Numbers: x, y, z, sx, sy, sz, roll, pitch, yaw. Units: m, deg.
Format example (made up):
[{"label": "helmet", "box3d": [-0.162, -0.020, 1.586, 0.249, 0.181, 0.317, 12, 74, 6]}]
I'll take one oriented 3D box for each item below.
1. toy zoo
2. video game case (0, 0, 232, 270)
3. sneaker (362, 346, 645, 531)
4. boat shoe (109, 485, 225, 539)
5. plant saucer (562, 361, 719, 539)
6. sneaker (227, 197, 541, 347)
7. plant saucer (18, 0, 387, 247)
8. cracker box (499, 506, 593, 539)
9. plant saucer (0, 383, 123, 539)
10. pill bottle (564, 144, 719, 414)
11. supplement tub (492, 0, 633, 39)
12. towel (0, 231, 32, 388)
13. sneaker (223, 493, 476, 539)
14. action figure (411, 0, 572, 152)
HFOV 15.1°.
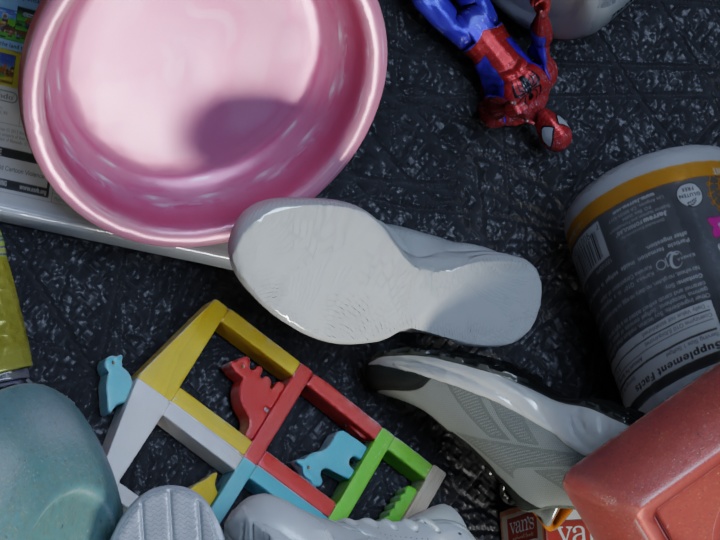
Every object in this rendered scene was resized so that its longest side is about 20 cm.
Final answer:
[{"label": "toy zoo", "box3d": [-0.062, 0.108, 1.493, 0.200, 0.020, 0.131, 38, 65, -13]}, {"label": "video game case", "box3d": [-0.136, -0.104, 1.509, 0.200, 0.023, 0.182, 12, 73, -22]}, {"label": "sneaker", "box3d": [0.086, 0.094, 1.498, 0.074, 0.200, 0.079, 7, 104, -65]}, {"label": "boat shoe", "box3d": [-0.098, 0.210, 1.380, 0.072, 0.071, 0.200, 0, 84, 3]}, {"label": "plant saucer", "box3d": [0.233, 0.128, 1.467, 0.200, 0.037, 0.200, -35, 125, -5]}, {"label": "sneaker", "box3d": [0.000, 0.000, 1.510, 0.200, 0.088, 0.075, 14, 97, -35]}, {"label": "plant saucer", "box3d": [-0.087, -0.110, 1.445, 0.200, 0.051, 0.201, -9, 121, -16]}, {"label": "cracker box", "box3d": [0.157, 0.231, 1.547, 0.134, 0.058, 0.200, 2, 76, -26]}, {"label": "plant saucer", "box3d": [-0.162, 0.158, 1.353, 0.201, 0.039, 0.201, -25, 119, -60]}, {"label": "pill bottle", "box3d": [0.198, 0.038, 1.556, 0.116, 0.116, 0.200, -5, 64, -27]}, {"label": "supplement tub", "box3d": [0.160, -0.239, 1.626, 0.200, 0.123, 0.123, -41, 97, -27]}, {"label": "towel", "box3d": [-0.259, -0.018, 1.415, 0.144, 0.023, 0.200, -12, 83, -15]}, {"label": "sneaker", "box3d": [0.013, 0.163, 1.471, 0.200, 0.078, 0.099, 35, 59, -26]}, {"label": "action figure", "box3d": [0.067, -0.152, 1.576, 0.065, 0.099, 0.200, -39, 99, -13]}]
